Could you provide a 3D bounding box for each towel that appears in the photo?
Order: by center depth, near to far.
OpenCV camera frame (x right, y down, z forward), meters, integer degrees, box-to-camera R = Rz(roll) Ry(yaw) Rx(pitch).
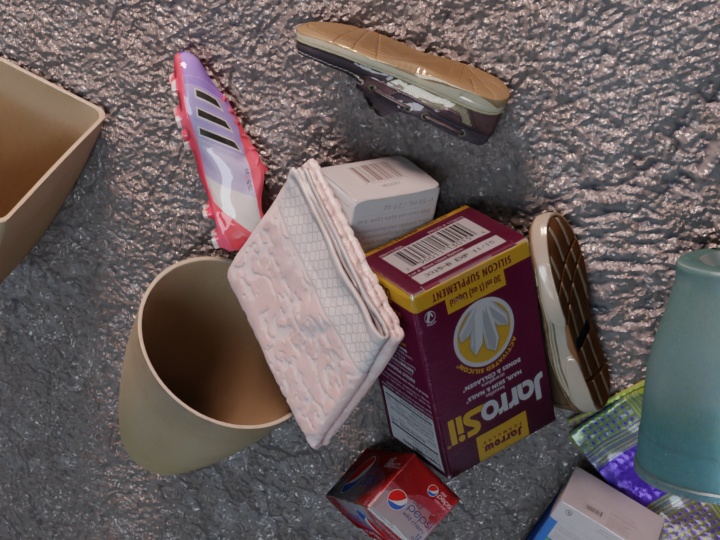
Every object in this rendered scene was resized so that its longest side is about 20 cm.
[{"bbox_3d":[-0.047,0.032,1.437,0.201,0.032,0.191,63,143,24],"label":"towel"},{"bbox_3d":[0.307,0.195,1.516,0.143,0.023,0.200,-32,102,31],"label":"towel"}]

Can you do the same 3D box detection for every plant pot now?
[{"bbox_3d":[0.336,0.081,1.355,0.198,0.200,0.190,3,103,19],"label":"plant pot"},{"bbox_3d":[-0.392,-0.082,1.545,0.199,0.200,0.178,26,133,6],"label":"plant pot"},{"bbox_3d":[-0.166,0.119,1.576,0.187,0.188,0.200,38,137,-2],"label":"plant pot"}]

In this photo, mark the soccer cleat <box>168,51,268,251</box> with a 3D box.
[{"bbox_3d":[-0.128,-0.115,1.505,0.076,0.067,0.201,-16,107,-5],"label":"soccer cleat"}]

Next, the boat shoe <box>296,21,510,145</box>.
[{"bbox_3d":[0.032,-0.165,1.407,0.199,0.072,0.065,19,116,4],"label":"boat shoe"}]

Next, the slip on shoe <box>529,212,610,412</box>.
[{"bbox_3d":[0.178,0.042,1.461,0.060,0.076,0.201,-2,121,32],"label":"slip on shoe"}]

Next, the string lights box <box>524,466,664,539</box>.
[{"bbox_3d":[0.206,0.298,1.570,0.102,0.059,0.201,31,129,4],"label":"string lights box"}]

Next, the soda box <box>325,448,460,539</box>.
[{"bbox_3d":[0.028,0.220,1.536,0.063,0.200,0.070,45,78,-6],"label":"soda box"}]

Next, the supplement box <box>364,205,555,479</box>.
[{"bbox_3d":[0.087,0.064,1.439,0.103,0.130,0.201,33,143,51],"label":"supplement box"}]

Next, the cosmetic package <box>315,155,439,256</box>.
[{"bbox_3d":[0.000,0.000,1.474,0.074,0.101,0.201,41,133,43],"label":"cosmetic package"}]
